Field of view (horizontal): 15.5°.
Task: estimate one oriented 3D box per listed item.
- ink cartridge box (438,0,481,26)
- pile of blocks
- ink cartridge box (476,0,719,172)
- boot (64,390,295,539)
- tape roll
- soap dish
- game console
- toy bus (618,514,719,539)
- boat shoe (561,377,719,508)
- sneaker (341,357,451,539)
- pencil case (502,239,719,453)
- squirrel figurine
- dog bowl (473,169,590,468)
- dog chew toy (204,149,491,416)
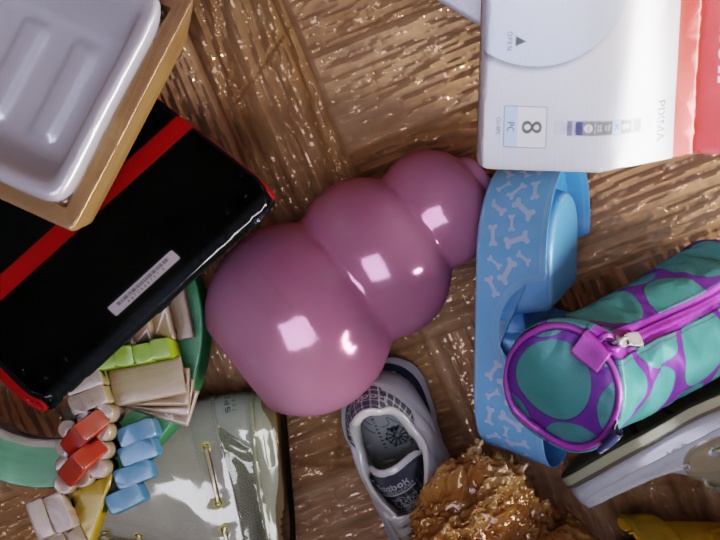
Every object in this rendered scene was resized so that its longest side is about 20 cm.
[{"bbox_3d":[0.132,-0.235,1.608,0.145,0.083,0.200,31,106,-6],"label":"ink cartridge box"},{"bbox_3d":[-0.150,0.091,1.629,0.082,0.062,0.201,13,89,5],"label":"pile of blocks"},{"bbox_3d":[0.170,-0.139,1.568,0.199,0.047,0.161,2,109,4],"label":"ink cartridge box"},{"bbox_3d":[-0.121,0.178,1.753,0.154,0.072,0.201,-2,101,4],"label":"boot"},{"bbox_3d":[-0.196,0.039,1.698,0.199,0.048,0.202,0,88,4],"label":"tape roll"},{"bbox_3d":[-0.213,-0.125,1.616,0.199,0.081,0.158,24,82,22],"label":"soap dish"},{"bbox_3d":[-0.176,-0.026,1.635,0.200,0.031,0.177,-43,61,-14],"label":"game console"},{"bbox_3d":[0.256,0.261,1.726,0.191,0.136,0.201,-3,107,-13],"label":"toy bus"},{"bbox_3d":[0.228,0.108,1.708,0.199,0.075,0.069,-29,97,10],"label":"boat shoe"},{"bbox_3d":[0.041,0.157,1.732,0.076,0.081,0.201,-27,104,9],"label":"sneaker"},{"bbox_3d":[0.177,0.044,1.630,0.092,0.200,0.085,-41,79,41],"label":"pencil case"},{"bbox_3d":[0.070,0.214,1.651,0.186,0.201,0.142,15,140,-17],"label":"squirrel figurine"},{"bbox_3d":[0.107,0.024,1.677,0.049,0.111,0.201,6,108,18],"label":"dog bowl"},{"bbox_3d":[0.000,0.000,1.671,0.200,0.125,0.125,-38,101,-4],"label":"dog chew toy"}]
